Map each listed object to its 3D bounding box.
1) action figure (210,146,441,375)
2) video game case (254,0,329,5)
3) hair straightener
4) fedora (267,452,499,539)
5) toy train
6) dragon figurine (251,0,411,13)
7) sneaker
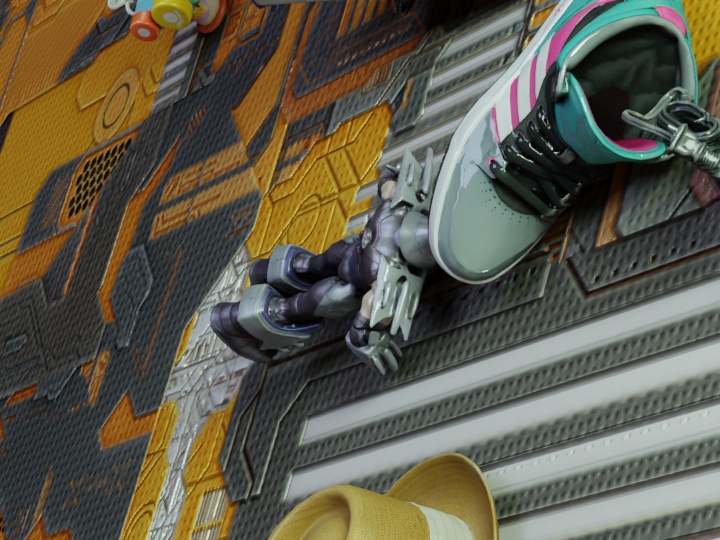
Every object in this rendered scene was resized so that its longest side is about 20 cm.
[{"bbox_3d":[0.000,0.000,1.739,0.200,0.069,0.131,-20,41,51],"label":"action figure"},{"bbox_3d":[0.039,-0.249,1.840,0.199,0.022,0.183,-1,59,28],"label":"video game case"},{"bbox_3d":[0.179,-0.062,1.428,0.041,0.077,0.200,-61,24,8],"label":"hair straightener"},{"bbox_3d":[-0.009,0.178,1.550,0.201,0.082,0.201,-46,29,35],"label":"fedora"},{"bbox_3d":[-0.106,-0.254,2.218,0.200,0.055,0.150,-55,24,10],"label":"toy train"},{"bbox_3d":[0.007,-0.233,1.911,0.200,0.099,0.059,-54,26,20],"label":"dragon figurine"},{"bbox_3d":[0.111,-0.068,1.570,0.200,0.083,0.121,-58,15,9],"label":"sneaker"}]
